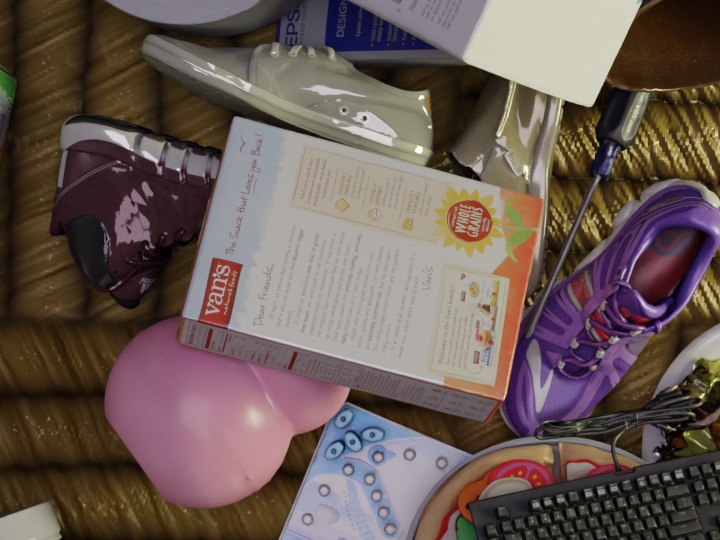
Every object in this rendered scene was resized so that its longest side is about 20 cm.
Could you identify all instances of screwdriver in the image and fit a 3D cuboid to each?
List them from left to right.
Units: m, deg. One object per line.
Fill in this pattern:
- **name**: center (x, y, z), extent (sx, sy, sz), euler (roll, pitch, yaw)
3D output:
- **screwdriver**: center (0.148, -0.045, 1.318), extent (0.028, 0.029, 0.201), euler (17, 80, 28)

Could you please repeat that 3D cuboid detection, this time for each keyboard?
- **keyboard**: center (0.163, 0.132, 1.243), extent (0.199, 0.021, 0.128), euler (-10, 56, -10)

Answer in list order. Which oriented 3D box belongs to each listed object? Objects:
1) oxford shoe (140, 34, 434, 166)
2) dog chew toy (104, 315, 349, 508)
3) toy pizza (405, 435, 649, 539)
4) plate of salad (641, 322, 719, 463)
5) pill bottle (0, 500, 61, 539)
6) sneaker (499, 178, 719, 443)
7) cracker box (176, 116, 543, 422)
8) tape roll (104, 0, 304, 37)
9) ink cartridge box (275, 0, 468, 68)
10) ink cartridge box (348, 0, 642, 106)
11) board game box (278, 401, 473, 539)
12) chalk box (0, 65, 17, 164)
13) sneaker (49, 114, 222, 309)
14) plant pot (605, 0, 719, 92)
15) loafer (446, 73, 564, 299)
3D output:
- **oxford shoe**: center (-0.042, -0.119, 1.299), extent (0.199, 0.075, 0.058), euler (18, 90, -6)
- **dog chew toy**: center (-0.063, 0.059, 1.290), extent (0.200, 0.125, 0.125), euler (-37, 87, -8)
- **toy pizza**: center (0.124, 0.184, 1.237), extent (0.199, 0.032, 0.201), euler (1, 56, -1)
- **plate of salad**: center (0.279, 0.116, 1.293), extent (0.199, 0.048, 0.201), euler (-1, 73, 3)
- **pill bottle**: center (-0.207, 0.254, 1.285), extent (0.112, 0.113, 0.201), euler (-18, 88, 1)
- **sneaker**: center (0.156, 0.028, 1.288), extent (0.080, 0.083, 0.200), euler (34, 103, -6)
- **cracker box**: center (0.000, 0.000, 1.231), extent (0.199, 0.058, 0.135), euler (15, 69, -4)
- **tape roll**: center (-0.103, -0.254, 1.309), extent (0.199, 0.066, 0.202), euler (0, 90, 14)
- **ink cartridge box**: center (0.042, -0.230, 1.311), extent (0.199, 0.047, 0.199), euler (4, 86, 38)
- **ink cartridge box**: center (0.056, -0.210, 1.182), extent (0.200, 0.146, 0.147), euler (33, 103, 35)
- **board game box**: center (0.038, 0.215, 1.324), extent (0.199, 0.026, 0.201), euler (23, 88, 2)
- **chalk box**: center (-0.295, -0.089, 1.297), extent (0.123, 0.124, 0.201), euler (12, 89, 2)
- **sneaker**: center (-0.111, -0.023, 1.322), extent (0.199, 0.076, 0.116), euler (17, 95, 11)
- **plant pot**: center (0.211, -0.243, 1.276), extent (0.186, 0.187, 0.201), euler (-14, 73, 1)
- **loafer**: center (0.091, -0.083, 1.310), extent (0.068, 0.076, 0.201), euler (4, 88, -4)
